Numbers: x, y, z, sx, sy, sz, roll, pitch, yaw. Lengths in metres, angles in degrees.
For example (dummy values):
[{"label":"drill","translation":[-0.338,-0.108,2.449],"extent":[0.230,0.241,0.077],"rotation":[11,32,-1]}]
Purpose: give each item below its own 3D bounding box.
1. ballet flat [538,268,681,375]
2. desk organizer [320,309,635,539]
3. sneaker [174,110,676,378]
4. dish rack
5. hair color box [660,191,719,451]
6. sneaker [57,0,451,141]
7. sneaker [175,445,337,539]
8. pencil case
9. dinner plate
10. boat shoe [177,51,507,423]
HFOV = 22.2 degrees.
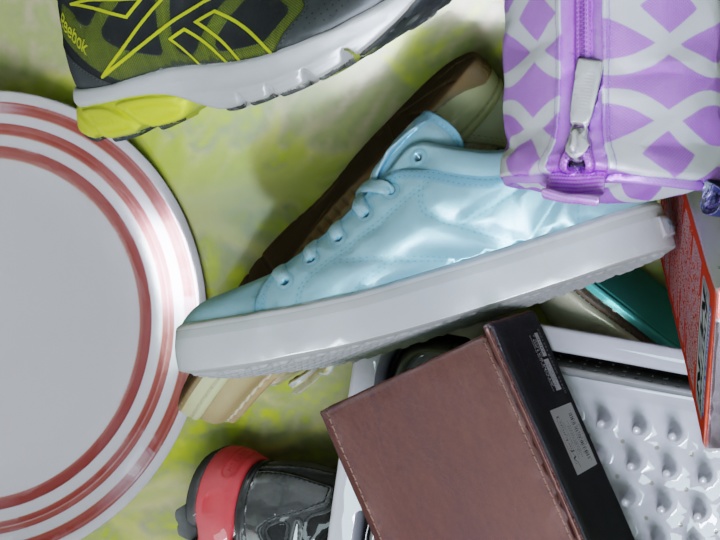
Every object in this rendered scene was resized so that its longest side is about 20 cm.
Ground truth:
[{"label":"ballet flat","translation":[0.141,0.051,0.790],"extent":[0.199,0.070,0.070],"rotation":[28,111,-6]},{"label":"desk organizer","translation":[0.066,0.124,0.702],"extent":[0.076,0.072,0.202],"rotation":[-25,85,18]},{"label":"sneaker","translation":[0.017,-0.015,0.717],"extent":[0.198,0.074,0.083],"rotation":[-17,81,-2]},{"label":"dish rack","translation":[0.087,0.110,0.753],"extent":[0.198,0.043,0.174],"rotation":[9,94,17]},{"label":"hair color box","translation":[0.175,-0.001,0.694],"extent":[0.110,0.200,0.065],"rotation":[1,112,4]},{"label":"sneaker","translation":[-0.050,-0.109,0.712],"extent":[0.199,0.074,0.085],"rotation":[-14,104,35]},{"label":"sneaker","translation":[-0.011,0.172,0.837],"extent":[0.097,0.071,0.202],"rotation":[-6,111,27]},{"label":"pencil case","translation":[0.084,-0.118,0.638],"extent":[0.083,0.085,0.202],"rotation":[-1,91,33]},{"label":"dinner plate","translation":[-0.158,0.025,0.778],"extent":[0.198,0.024,0.203],"rotation":[-3,95,-31]},{"label":"boat shoe","translation":[0.000,0.000,0.777],"extent":[0.063,0.073,0.200],"rotation":[40,107,-12]}]
